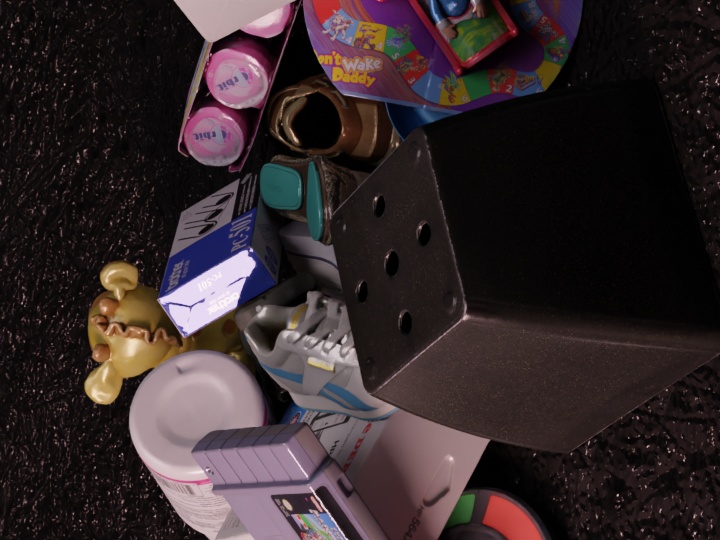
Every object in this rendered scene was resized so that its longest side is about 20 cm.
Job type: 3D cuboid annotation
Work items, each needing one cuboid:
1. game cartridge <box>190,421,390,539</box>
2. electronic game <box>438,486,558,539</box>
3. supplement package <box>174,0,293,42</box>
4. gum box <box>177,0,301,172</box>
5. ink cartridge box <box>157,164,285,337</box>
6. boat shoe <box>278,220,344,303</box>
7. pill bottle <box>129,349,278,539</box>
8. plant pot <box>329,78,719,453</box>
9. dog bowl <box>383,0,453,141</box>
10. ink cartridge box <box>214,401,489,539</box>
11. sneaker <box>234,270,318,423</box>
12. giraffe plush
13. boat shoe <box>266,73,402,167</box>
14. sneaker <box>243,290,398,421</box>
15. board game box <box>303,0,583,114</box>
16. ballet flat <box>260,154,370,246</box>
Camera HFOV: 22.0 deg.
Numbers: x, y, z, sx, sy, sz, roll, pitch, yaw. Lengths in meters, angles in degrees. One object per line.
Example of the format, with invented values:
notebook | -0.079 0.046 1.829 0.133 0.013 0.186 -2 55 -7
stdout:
game cartridge | -0.027 0.195 1.310 0.129 0.038 0.200 -8 119 57
electronic game | 0.070 0.253 1.338 0.200 0.042 0.201 -28 48 36
supplement package | -0.089 -0.334 1.504 0.190 0.147 0.201 -24 53 12
gum box | -0.106 -0.198 1.660 0.114 0.066 0.201 -86 16 -57
ink cartridge box | -0.116 -0.020 1.602 0.094 0.044 0.200 -29 20 13
boat shoe | 0.000 0.000 1.520 0.200 0.071 0.070 11 123 57
pill bottle | -0.119 0.159 1.579 0.200 0.113 0.114 72 180 -60
plant pot | 0.095 -0.002 1.236 0.200 0.177 0.200 -42 54 50
dog bowl | 0.063 -0.179 1.358 0.050 0.111 0.201 -151 55 -78
ink cartridge box | -0.006 0.162 1.425 0.200 0.084 0.146 -25 30 56
sneaker | -0.051 0.070 1.541 0.115 0.076 0.200 58 168 10
giraffe plush | -0.184 0.062 1.724 0.200 0.161 0.174 -33 60 55
boat shoe | -0.034 -0.130 1.564 0.200 0.074 0.076 13 100 59
sneaker | -0.013 0.059 1.373 0.200 0.081 0.077 -9 41 52
board game box | 0.057 -0.190 1.298 0.039 0.199 0.159 -64 -15 -82
ballet flat | -0.025 -0.064 1.529 0.200 0.075 0.068 -150 59 -70
